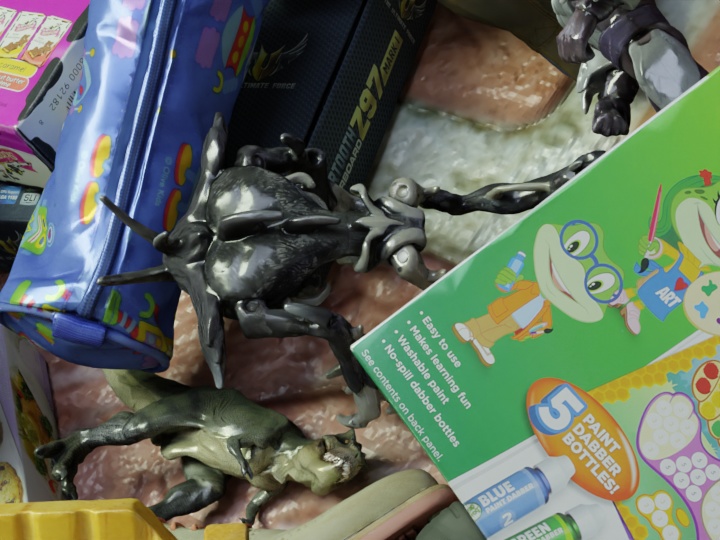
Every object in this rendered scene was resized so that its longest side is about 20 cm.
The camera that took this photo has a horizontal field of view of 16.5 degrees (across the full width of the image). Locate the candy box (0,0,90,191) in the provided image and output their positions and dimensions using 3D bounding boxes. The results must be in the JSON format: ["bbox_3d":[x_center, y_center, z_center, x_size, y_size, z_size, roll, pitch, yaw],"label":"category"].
[{"bbox_3d":[-0.128,-0.136,1.129,0.136,0.061,0.201,15,68,43],"label":"candy box"}]

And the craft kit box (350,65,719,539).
[{"bbox_3d":[0.132,0.048,0.844,0.197,0.049,0.200,-37,80,2],"label":"craft kit box"}]

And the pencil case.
[{"bbox_3d":[-0.091,-0.059,1.023,0.078,0.087,0.201,14,84,2],"label":"pencil case"}]

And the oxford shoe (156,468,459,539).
[{"bbox_3d":[-0.058,0.117,0.943,0.199,0.071,0.074,-26,64,-4],"label":"oxford shoe"}]

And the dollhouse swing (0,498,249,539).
[{"bbox_3d":[-0.137,0.191,0.822,0.199,0.183,0.176,-2,12,2],"label":"dollhouse swing"}]

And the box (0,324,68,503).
[{"bbox_3d":[-0.147,0.109,1.049,0.041,0.039,0.201,-27,48,14],"label":"box"}]

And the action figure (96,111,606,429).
[{"bbox_3d":[0.000,0.000,0.982,0.199,0.102,0.120,-2,60,4],"label":"action figure"}]

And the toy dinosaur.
[{"bbox_3d":[-0.079,0.073,1.029,0.088,0.048,0.199,-42,42,-23],"label":"toy dinosaur"}]

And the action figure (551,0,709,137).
[{"bbox_3d":[0.112,-0.075,0.936,0.069,0.130,0.200,-41,72,8],"label":"action figure"}]

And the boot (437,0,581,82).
[{"bbox_3d":[0.078,-0.152,1.086,0.075,0.097,0.200,-45,11,35],"label":"boot"}]

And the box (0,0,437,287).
[{"bbox_3d":[-0.079,-0.074,1.131,0.199,0.051,0.158,4,60,35],"label":"box"}]

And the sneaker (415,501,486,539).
[{"bbox_3d":[0.039,0.179,0.857,0.114,0.076,0.200,-40,43,4],"label":"sneaker"}]
